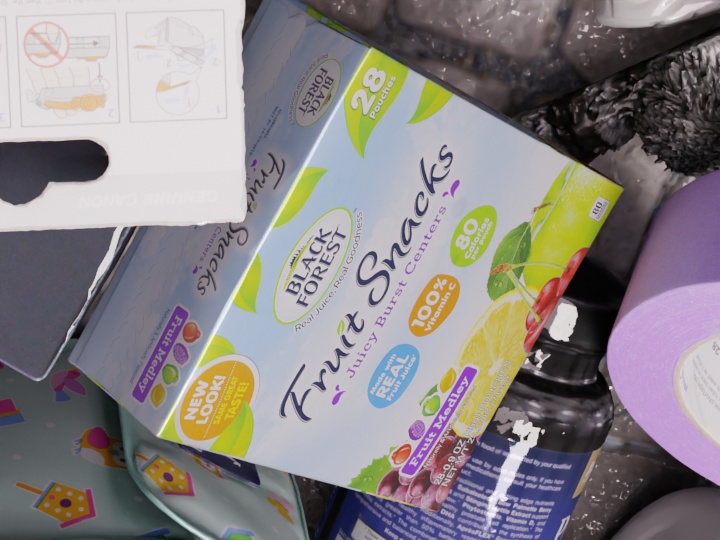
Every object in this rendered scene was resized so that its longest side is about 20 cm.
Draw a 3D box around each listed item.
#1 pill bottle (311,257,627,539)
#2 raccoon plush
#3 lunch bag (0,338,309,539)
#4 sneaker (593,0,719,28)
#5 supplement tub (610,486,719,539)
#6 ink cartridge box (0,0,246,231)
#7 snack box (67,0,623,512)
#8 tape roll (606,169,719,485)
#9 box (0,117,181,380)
[{"bbox_3d":[0.053,0.086,1.034,0.111,0.112,0.201,17,108,-18],"label":"pill bottle"},{"bbox_3d":[0.174,-0.043,0.997,0.199,0.097,0.135,-20,95,36],"label":"raccoon plush"},{"bbox_3d":[-0.121,0.109,0.973,0.198,0.171,0.123,-4,120,-11],"label":"lunch bag"},{"bbox_3d":[0.191,-0.179,0.977,0.198,0.078,0.100,-19,104,-9],"label":"sneaker"},{"bbox_3d":[0.216,0.214,1.104,0.199,0.145,0.145,32,103,-22],"label":"supplement tub"},{"bbox_3d":[-0.118,-0.116,0.733,0.161,0.050,0.202,-3,105,-9],"label":"ink cartridge box"},{"bbox_3d":[0.000,0.000,0.891,0.199,0.068,0.170,21,100,-51],"label":"snack box"},{"bbox_3d":[0.211,0.039,0.948,0.200,0.199,0.066,38,59,-23],"label":"tape roll"},{"bbox_3d":[-0.167,-0.079,0.848,0.199,0.199,0.124,30,104,-5],"label":"box"}]
